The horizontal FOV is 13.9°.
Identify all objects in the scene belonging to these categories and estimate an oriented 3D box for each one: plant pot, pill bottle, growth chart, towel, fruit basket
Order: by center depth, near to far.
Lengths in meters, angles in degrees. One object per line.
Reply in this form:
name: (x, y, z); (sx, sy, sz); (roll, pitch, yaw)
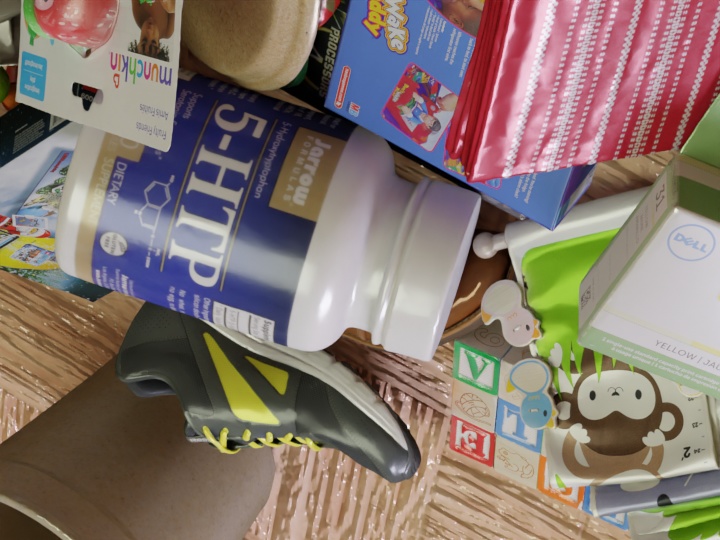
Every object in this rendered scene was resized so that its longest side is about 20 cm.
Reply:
towel: (0.142, -0.108, 1.337); (0.145, 0.199, 0.023); (102, 152, -47)
fruit basket: (-0.132, -0.169, 1.422); (0.185, 0.093, 0.201); (21, 104, 58)
growth chart: (0.142, 0.054, 1.503); (0.144, 0.018, 0.201); (-24, 82, 21)
pill bottle: (-0.045, -0.026, 1.510); (0.199, 0.120, 0.120); (17, 137, 5)
plant pot: (-0.152, 0.150, 1.787); (0.200, 0.184, 0.201); (23, 137, 23)

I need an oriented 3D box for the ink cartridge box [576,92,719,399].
ink cartridge box: (0.209, -0.018, 1.383); (0.145, 0.048, 0.200); (21, 133, -13)

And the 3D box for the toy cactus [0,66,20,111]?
toy cactus: (-0.235, -0.164, 1.624); (0.102, 0.200, 0.166); (11, 91, 36)

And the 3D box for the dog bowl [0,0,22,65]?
dog bowl: (-0.212, -0.199, 1.526); (0.059, 0.200, 0.201); (0, 126, 56)

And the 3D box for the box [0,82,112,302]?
box: (-0.155, -0.046, 1.674); (0.136, 0.038, 0.200); (20, 151, -32)

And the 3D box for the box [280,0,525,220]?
box: (0.043, -0.141, 1.473); (0.161, 0.049, 0.201); (28, 137, 13)

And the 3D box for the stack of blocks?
stack of blocks: (0.148, 0.078, 1.574); (0.199, 0.059, 0.116); (23, 137, 22)

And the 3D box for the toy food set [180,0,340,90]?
toy food set: (-0.065, -0.188, 1.472); (0.201, 0.048, 0.198); (66, 153, 12)

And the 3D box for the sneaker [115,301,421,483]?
sneaker: (-0.055, 0.078, 1.708); (0.199, 0.085, 0.074); (31, 172, 22)

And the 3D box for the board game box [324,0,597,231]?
board game box: (0.066, -0.129, 1.395); (0.134, 0.045, 0.201); (29, 137, 13)

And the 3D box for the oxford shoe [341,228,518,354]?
oxford shoe: (0.000, 0.000, 1.602); (0.199, 0.072, 0.071); (-3, 149, 41)
